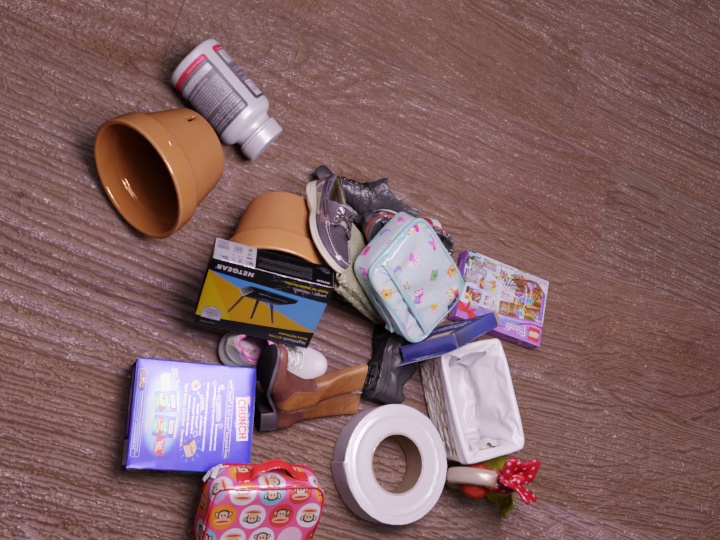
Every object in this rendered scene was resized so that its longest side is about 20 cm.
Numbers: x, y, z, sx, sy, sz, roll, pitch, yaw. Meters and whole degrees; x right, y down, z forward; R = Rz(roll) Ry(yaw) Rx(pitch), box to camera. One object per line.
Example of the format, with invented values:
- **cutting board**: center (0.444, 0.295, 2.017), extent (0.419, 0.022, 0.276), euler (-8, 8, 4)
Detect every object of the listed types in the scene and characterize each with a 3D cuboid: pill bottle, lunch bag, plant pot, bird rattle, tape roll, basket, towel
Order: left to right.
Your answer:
- **plant pot**: center (-0.317, -0.175, 1.355), extent (0.140, 0.199, 0.202), euler (-38, 93, -41)
- **pill bottle**: center (-0.232, -0.297, 1.463), extent (0.201, 0.110, 0.111), euler (48, 65, -6)
- **lunch bag**: center (-0.158, 0.376, 1.307), extent (0.196, 0.082, 0.180), euler (8, 111, -25)
- **plant pot**: center (-0.138, -0.037, 1.407), extent (0.196, 0.200, 0.143), euler (18, 55, -18)
- **towel**: center (0.000, 0.000, 1.457), extent (0.200, 0.036, 0.152), euler (46, 36, -55)
- **tape roll**: center (0.051, 0.341, 1.455), extent (0.198, 0.071, 0.208), euler (5, 76, -22)
- **lunch bag**: center (0.085, 0.019, 1.419), extent (0.161, 0.076, 0.201), euler (-47, 124, -17)
- **basket**: center (0.197, 0.242, 1.512), extent (0.133, 0.123, 0.205), euler (-9, 80, -24)
- **bird rattle**: center (0.228, 0.382, 1.463), extent (0.159, 0.200, 0.116), euler (5, 78, 4)

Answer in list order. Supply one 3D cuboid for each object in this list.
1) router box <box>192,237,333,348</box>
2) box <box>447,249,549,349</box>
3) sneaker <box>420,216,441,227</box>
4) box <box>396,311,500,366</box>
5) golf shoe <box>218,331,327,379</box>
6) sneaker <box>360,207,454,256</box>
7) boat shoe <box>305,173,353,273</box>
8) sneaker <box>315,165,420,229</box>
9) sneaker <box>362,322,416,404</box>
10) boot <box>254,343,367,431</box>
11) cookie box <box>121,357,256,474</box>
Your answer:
- **router box**: center (-0.155, 0.040, 1.321), extent (0.195, 0.151, 0.052), euler (14, 41, -14)
- **box**: center (0.275, 0.058, 1.635), extent (0.196, 0.039, 0.140), euler (20, 70, -18)
- **sneaker**: center (0.108, -0.007, 1.568), extent (0.083, 0.077, 0.205), euler (7, 65, -16)
- **box**: center (0.155, 0.121, 1.480), extent (0.198, 0.119, 0.033), euler (-21, 92, -53)
- **golf shoe**: center (-0.141, 0.149, 1.407), extent (0.196, 0.091, 0.077), euler (13, 71, -21)
- **sneaker**: center (0.082, -0.067, 1.503), extent (0.197, 0.098, 0.072), euler (13, 106, -31)
- **boat shoe**: center (-0.044, -0.085, 1.357), extent (0.072, 0.064, 0.203), euler (41, 25, -41)
- **sneaker**: center (0.014, -0.144, 1.540), extent (0.104, 0.060, 0.200), euler (-41, 103, 8)
- **sneaker**: center (0.066, 0.150, 1.514), extent (0.090, 0.075, 0.204), euler (28, 71, -27)
- **boot**: center (-0.074, 0.188, 1.388), extent (0.195, 0.069, 0.192), euler (-7, 123, -23)
- **cookie box**: center (-0.275, 0.240, 1.335), extent (0.195, 0.075, 0.176), euler (8, 75, -21)
